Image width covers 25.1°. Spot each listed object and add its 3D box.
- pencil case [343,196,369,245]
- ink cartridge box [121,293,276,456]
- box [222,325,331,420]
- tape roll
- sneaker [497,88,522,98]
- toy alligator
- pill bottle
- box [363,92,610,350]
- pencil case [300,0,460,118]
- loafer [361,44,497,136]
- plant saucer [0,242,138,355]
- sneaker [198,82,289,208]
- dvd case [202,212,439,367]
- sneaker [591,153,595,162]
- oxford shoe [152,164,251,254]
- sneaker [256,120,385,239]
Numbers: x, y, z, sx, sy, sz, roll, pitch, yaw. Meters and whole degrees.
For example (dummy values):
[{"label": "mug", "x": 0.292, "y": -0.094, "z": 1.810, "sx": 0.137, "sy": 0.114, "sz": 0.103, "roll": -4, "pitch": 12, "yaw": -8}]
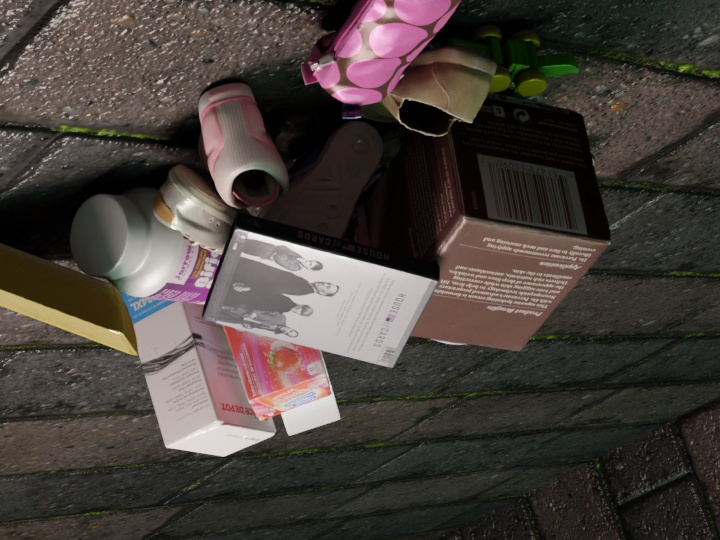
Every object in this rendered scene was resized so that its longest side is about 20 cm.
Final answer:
[{"label": "pencil case", "x": 0.034, "y": -0.051, "z": 1.874, "sx": 0.198, "sy": 0.087, "sz": 0.083, "roll": -17, "pitch": -168, "yaw": -4}, {"label": "ink cartridge box", "x": -0.192, "y": 0.111, "z": 1.925, "sx": 0.084, "sy": 0.202, "sz": 0.146, "roll": -25, "pitch": 160, "yaw": 19}, {"label": "box", "x": -0.109, "y": 0.055, "z": 1.846, "sx": 0.094, "sy": 0.202, "sz": 0.103, "roll": -19, "pitch": 163, "yaw": -2}, {"label": "tape roll", "x": -0.086, "y": 0.097, "z": 1.989, "sx": 0.070, "sy": 0.204, "sz": 0.203, "roll": -18, "pitch": 162, "yaw": -3}, {"label": "sneaker", "x": 0.076, "y": -0.144, "z": 1.681, "sx": 0.105, "sy": 0.075, "sz": 0.200, "roll": -2, "pitch": 146, "yaw": -29}, {"label": "toy alligator", "x": 0.114, "y": -0.198, "z": 1.561, "sx": 0.198, "sy": 0.060, "sz": 0.054, "roll": 3, "pitch": 151, "yaw": -21}, {"label": "pill bottle", "x": -0.201, "y": -0.026, "z": 1.670, "sx": 0.112, "sy": 0.113, "sz": 0.199, "roll": -29, "pitch": 159, "yaw": 30}, {"label": "box", "x": 0.120, "y": -0.048, "z": 1.605, "sx": 0.164, "sy": 0.166, "sz": 0.200, "roll": 9, "pitch": 143, "yaw": -23}, {"label": "pencil case", "x": 0.023, "y": -0.219, "z": 1.385, "sx": 0.093, "sy": 0.092, "sz": 0.200, "roll": -1, "pitch": 153, "yaw": -25}, {"label": "loafer", "x": 0.049, "y": -0.162, "z": 1.509, "sx": 0.075, "sy": 0.068, "sz": 0.199, "roll": 20, "pitch": 166, "yaw": -26}, {"label": "plant saucer", "x": -0.317, "y": 0.022, "z": 1.646, "sx": 0.198, "sy": 0.049, "sz": 0.200, "roll": 20, "pitch": 170, "yaw": -1}, {"label": "sneaker", "x": -0.112, "y": -0.095, "z": 1.574, "sx": 0.075, "sy": 0.106, "sz": 0.200, "roll": -18, "pitch": 163, "yaw": -4}, {"label": "dvd case", "x": -0.040, "y": 0.022, "z": 1.543, "sx": 0.198, "sy": 0.025, "sz": 0.151, "roll": 14, "pitch": 140, "yaw": -10}, {"label": "sneaker", "x": 0.195, "y": -0.076, "z": 1.934, "sx": 0.198, "sy": 0.094, "sz": 0.070, "roll": -20, "pitch": 162, "yaw": 7}, {"label": "oxford shoe", "x": -0.146, "y": -0.048, "z": 1.614, "sx": 0.058, "sy": 0.075, "sz": 0.200, "roll": -45, "pitch": 152, "yaw": 7}, {"label": "sneaker", "x": -0.056, "y": -0.060, "z": 1.645, "sx": 0.201, "sy": 0.080, "sz": 0.146, "roll": -54, "pitch": -173, "yaw": -16}]
